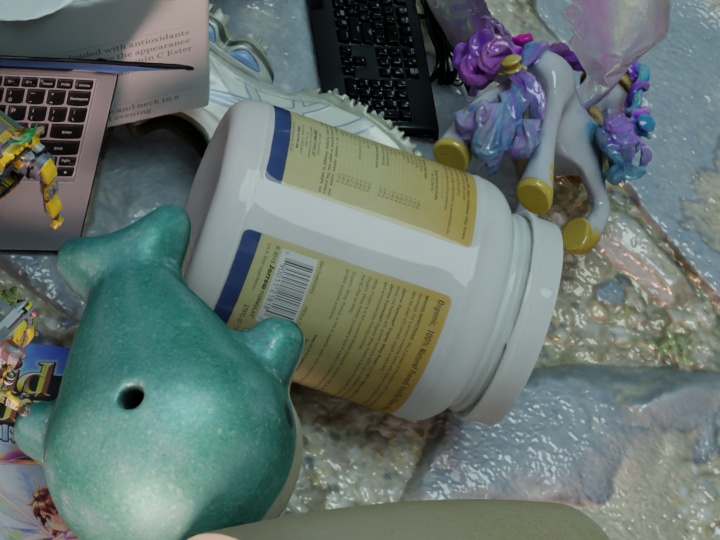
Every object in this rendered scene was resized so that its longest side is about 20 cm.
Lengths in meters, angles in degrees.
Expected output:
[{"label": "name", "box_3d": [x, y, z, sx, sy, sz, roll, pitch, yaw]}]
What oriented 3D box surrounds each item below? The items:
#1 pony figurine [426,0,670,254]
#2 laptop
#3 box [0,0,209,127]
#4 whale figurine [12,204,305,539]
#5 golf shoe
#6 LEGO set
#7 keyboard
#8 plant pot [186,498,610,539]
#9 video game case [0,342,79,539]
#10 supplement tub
[{"label": "pony figurine", "box_3d": [0.114, -0.111, 1.478, 0.194, 0.166, 0.200, 64, 38, -32]}, {"label": "laptop", "box_3d": [-0.208, -0.059, 1.247, 0.186, 0.201, 0.116, 1, 38, -23]}, {"label": "box", "box_3d": [-0.203, -0.186, 1.368, 0.198, 0.131, 0.201, -13, 61, -11]}, {"label": "whale figurine", "box_3d": [-0.107, 0.051, 1.211, 0.158, 0.104, 0.201, -19, 62, 7]}, {"label": "golf shoe", "box_3d": [-0.049, -0.070, 1.438, 0.199, 0.078, 0.097, 30, 67, 6]}, {"label": "LEGO set", "box_3d": [-0.189, 0.026, 1.163, 0.116, 0.200, 0.154, 36, 45, 8]}, {"label": "keyboard", "box_3d": [0.019, -0.176, 1.551, 0.104, 0.040, 0.201, 4, 56, -20]}, {"label": "plant pot", "box_3d": [0.032, 0.188, 1.174, 0.199, 0.188, 0.188, -17, 65, -34]}, {"label": "video game case", "box_3d": [-0.146, 0.127, 1.260, 0.199, 0.046, 0.182, 8, 53, -18]}, {"label": "supplement tub", "box_3d": [0.000, 0.000, 1.350, 0.199, 0.145, 0.145, 19, 51, -11]}]
